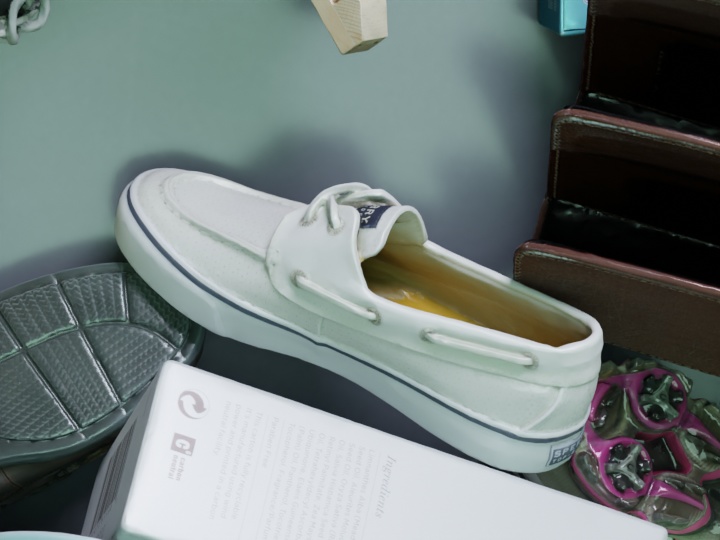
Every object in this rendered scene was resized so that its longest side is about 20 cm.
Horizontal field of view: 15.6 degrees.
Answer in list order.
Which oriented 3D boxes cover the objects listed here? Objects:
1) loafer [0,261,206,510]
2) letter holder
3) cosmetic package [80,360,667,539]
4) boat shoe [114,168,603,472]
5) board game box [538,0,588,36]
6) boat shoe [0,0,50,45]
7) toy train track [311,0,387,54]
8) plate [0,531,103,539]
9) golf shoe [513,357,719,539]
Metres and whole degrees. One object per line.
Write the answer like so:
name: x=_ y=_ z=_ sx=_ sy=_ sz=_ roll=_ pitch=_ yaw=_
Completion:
loafer: x=-0.149 y=0.062 z=1.017 sx=0.200 sy=0.063 sz=0.072 roll=-29 pitch=72 yaw=-5
letter holder: x=0.164 y=-0.021 z=0.949 sx=0.199 sy=0.142 sz=0.101 roll=17 pitch=73 yaw=8
cosmetic package: x=0.001 y=0.112 z=0.971 sx=0.199 sy=0.101 sz=0.071 roll=19 pitch=59 yaw=-10
boat shoe: x=0.000 y=0.000 z=0.975 sx=0.200 sy=0.071 sz=0.070 roll=29 pitch=128 yaw=18
board game box: x=0.168 y=-0.171 z=1.009 sx=0.199 sy=0.047 sz=0.152 roll=-3 pitch=101 yaw=-7
boat shoe: x=-0.145 y=-0.114 z=0.965 sx=0.199 sy=0.074 sz=0.068 roll=-13 pitch=103 yaw=-8
toy train track: x=-0.039 y=-0.174 z=0.959 sx=0.032 sy=0.115 sz=0.200 roll=-32 pitch=85 yaw=26
plate: x=-0.114 y=0.185 z=0.934 sx=0.199 sy=0.026 sz=0.201 roll=0 pitch=116 yaw=1
golf shoe: x=0.145 y=0.108 z=1.048 sx=0.200 sy=0.092 sz=0.073 roll=40 pitch=65 yaw=-11
